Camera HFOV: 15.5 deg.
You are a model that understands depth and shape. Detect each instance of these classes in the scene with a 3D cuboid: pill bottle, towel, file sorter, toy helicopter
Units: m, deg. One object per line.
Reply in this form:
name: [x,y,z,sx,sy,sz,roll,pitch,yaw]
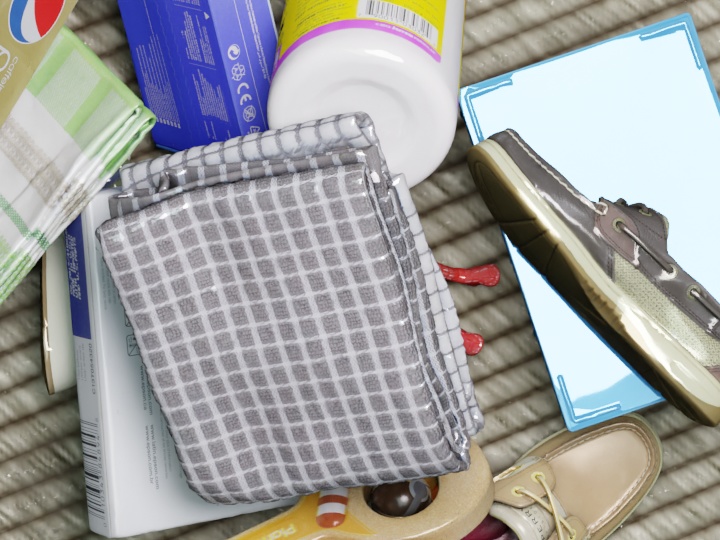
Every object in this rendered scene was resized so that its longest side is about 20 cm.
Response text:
pill bottle: [0.007,-0.137,1.490,0.104,0.200,0.105,3,127,4]
towel: [-0.224,-0.056,1.482,0.200,0.031,0.149,-49,62,6]
file sorter: [0.148,-0.026,1.529,0.138,0.123,0.201,-18,90,-2]
towel: [-0.039,0.026,1.420,0.165,0.086,0.201,-10,114,23]
toy helicopter: [-0.016,0.151,1.491,0.199,0.079,0.132,-23,48,-11]

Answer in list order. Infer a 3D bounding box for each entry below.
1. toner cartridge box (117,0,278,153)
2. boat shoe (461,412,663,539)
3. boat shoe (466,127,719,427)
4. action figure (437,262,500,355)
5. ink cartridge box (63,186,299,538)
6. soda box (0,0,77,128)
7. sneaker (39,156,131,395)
toner cartridge box: [-0.097,-0.158,1.499,0.043,0.095,0.201,-31,122,-31]
boat shoe: [0.095,0.153,1.553,0.200,0.066,0.074,-36,90,-1]
boat shoe: [0.142,-0.006,1.438,0.066,0.072,0.201,-42,91,-11]
action figure: [0.000,0.000,1.499,0.199,0.099,0.066,15,86,-28]
ink cartridge box: [-0.071,0.041,1.536,0.199,0.043,0.197,-8,98,-32]
soda box: [-0.217,-0.132,1.455,0.068,0.064,0.200,29,87,28]
sneaker: [-0.144,-0.028,1.558,0.089,0.067,0.201,-1,89,-9]
